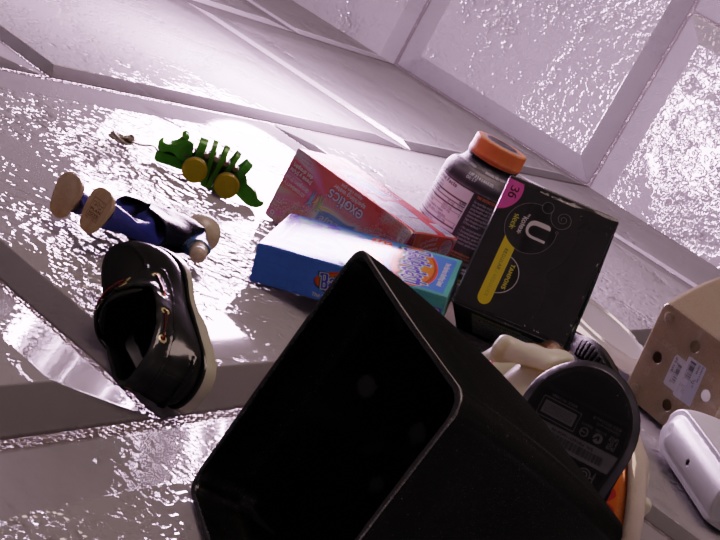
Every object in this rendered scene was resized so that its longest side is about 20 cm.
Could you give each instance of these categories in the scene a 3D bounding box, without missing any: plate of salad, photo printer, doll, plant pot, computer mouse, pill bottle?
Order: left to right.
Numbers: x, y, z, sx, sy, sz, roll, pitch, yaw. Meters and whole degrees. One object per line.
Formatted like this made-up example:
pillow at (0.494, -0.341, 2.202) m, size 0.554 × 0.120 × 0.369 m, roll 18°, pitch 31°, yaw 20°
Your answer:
doll at (-0.197, -0.043, 1.258) m, size 0.136 × 0.049 × 0.200 m, roll 26°, pitch 5°, yaw 28°
plant pot at (0.035, 0.143, 0.814) m, size 0.177 × 0.200 × 0.200 m, roll 31°, pitch 12°, yaw -27°
pill bottle at (0.131, -0.073, 1.673) m, size 0.106 × 0.200 × 0.106 m, roll 27°, pitch 15°, yaw -8°
computer mouse at (0.125, 0.156, 0.951) m, size 0.138 × 0.200 × 0.053 m, roll 32°, pitch -8°, yaw 16°
plate of salad at (0.313, 0.088, 1.781) m, size 0.200 × 0.048 × 0.200 m, roll 34°, pitch 19°, yaw -13°
plant pot at (0.451, 0.129, 1.649) m, size 0.177 × 0.200 × 0.200 m, roll 3°, pitch 28°, yaw -37°
photo printer at (0.422, 0.231, 1.455) m, size 0.166 × 0.070 × 0.200 m, roll 26°, pitch 15°, yaw -13°

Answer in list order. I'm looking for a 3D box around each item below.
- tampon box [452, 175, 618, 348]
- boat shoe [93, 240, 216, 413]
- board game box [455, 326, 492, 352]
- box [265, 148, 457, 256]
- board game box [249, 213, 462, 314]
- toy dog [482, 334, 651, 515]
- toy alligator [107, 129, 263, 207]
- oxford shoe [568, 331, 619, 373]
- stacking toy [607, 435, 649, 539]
tampon box at (0.185, 0.013, 1.437) m, size 0.126 × 0.150 × 0.200 m, roll 23°, pitch -12°, yaw 10°
boat shoe at (-0.167, 0.030, 1.018) m, size 0.063 × 0.074 × 0.201 m, roll 29°, pitch 17°, yaw -34°
board game box at (0.106, 0.098, 1.381) m, size 0.200 × 0.034 × 0.135 m, roll 27°, pitch 15°, yaw -9°
box at (-0.001, -0.052, 1.564) m, size 0.200 × 0.095 × 0.103 m, roll 37°, pitch 17°, yaw 30°
board game box at (0.000, 0.000, 1.391) m, size 0.199 × 0.045 × 0.152 m, roll 16°, pitch 16°, yaw 5°
toy dog at (0.171, 0.130, 1.197) m, size 0.193 × 0.140 × 0.200 m, roll 22°, pitch 14°, yaw -26°
toy alligator at (-0.196, -0.138, 1.568) m, size 0.200 × 0.054 × 0.059 m, roll 26°, pitch 14°, yaw -12°
oxford shoe at (0.276, 0.118, 1.560) m, size 0.084 × 0.073 × 0.200 m, roll 25°, pitch 15°, yaw -21°
stacking toy at (0.110, 0.172, 1.026) m, size 0.199 × 0.147 × 0.146 m, roll 10°, pitch 16°, yaw -3°
